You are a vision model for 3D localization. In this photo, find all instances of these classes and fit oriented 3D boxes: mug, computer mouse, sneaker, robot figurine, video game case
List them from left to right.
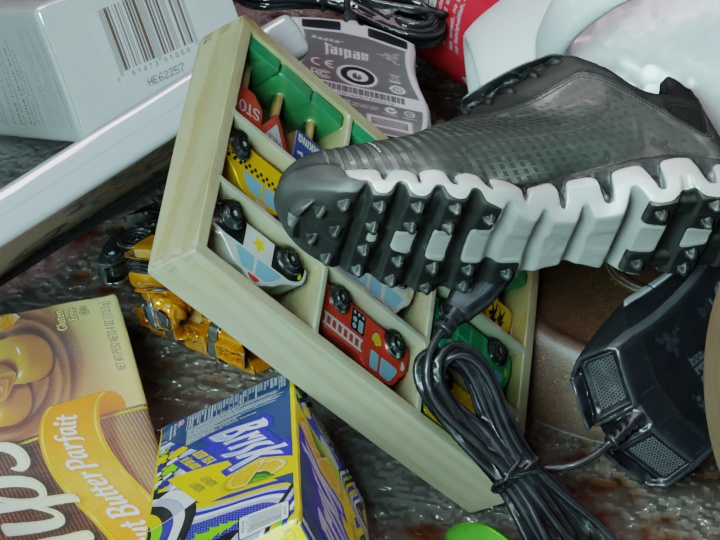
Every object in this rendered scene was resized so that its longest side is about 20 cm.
[{"bbox_3d":[-0.126,-0.034,1.021,0.200,0.024,0.182,-34,1,-17],"label":"video game case"},{"bbox_3d":[-0.024,-0.017,1.079,0.145,0.058,0.200,21,42,40],"label":"robot figurine"},{"bbox_3d":[-0.010,-0.091,1.089,0.110,0.044,0.200,13,32,-9],"label":"computer mouse"},{"bbox_3d":[0.059,-0.043,0.906,0.200,0.066,0.091,-2,54,-16],"label":"sneaker"},{"bbox_3d":[0.109,0.025,0.955,0.200,0.140,0.046,-44,11,-18],"label":"computer mouse"},{"bbox_3d":[0.138,-0.091,1.006,0.175,0.200,0.148,-12,67,0],"label":"mug"}]

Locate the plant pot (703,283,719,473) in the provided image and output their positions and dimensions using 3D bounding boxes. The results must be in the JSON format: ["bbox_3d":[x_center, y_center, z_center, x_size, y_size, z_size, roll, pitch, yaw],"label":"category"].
[{"bbox_3d":[0.217,0.053,0.914,0.201,0.093,0.201,4,78,-18],"label":"plant pot"}]

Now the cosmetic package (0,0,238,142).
[{"bbox_3d":[-0.148,-0.116,1.156,0.102,0.074,0.200,-25,15,-25],"label":"cosmetic package"}]

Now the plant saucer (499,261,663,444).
[{"bbox_3d":[0.142,0.006,1.064,0.200,0.035,0.200,-2,37,1],"label":"plant saucer"}]

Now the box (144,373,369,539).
[{"bbox_3d":[-0.036,0.102,0.848,0.064,0.070,0.200,-27,12,4],"label":"box"}]

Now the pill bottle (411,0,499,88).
[{"bbox_3d":[0.082,-0.145,1.201,0.112,0.112,0.200,-25,42,-26],"label":"pill bottle"}]

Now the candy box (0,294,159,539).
[{"bbox_3d":[-0.138,0.097,0.948,0.115,0.055,0.200,-12,39,-9],"label":"candy box"}]

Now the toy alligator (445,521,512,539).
[{"bbox_3d":[0.114,0.153,0.863,0.200,0.059,0.054,21,86,23],"label":"toy alligator"}]

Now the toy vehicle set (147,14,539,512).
[{"bbox_3d":[0.000,0.000,0.946,0.027,0.200,0.124,-24,43,35],"label":"toy vehicle set"}]
